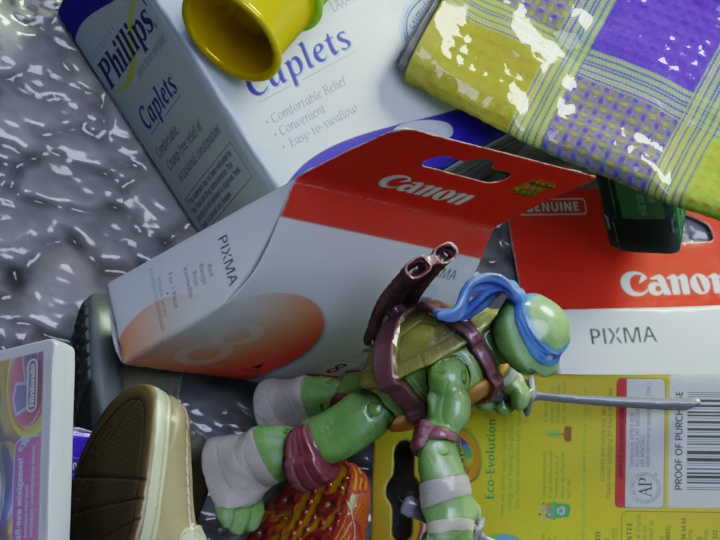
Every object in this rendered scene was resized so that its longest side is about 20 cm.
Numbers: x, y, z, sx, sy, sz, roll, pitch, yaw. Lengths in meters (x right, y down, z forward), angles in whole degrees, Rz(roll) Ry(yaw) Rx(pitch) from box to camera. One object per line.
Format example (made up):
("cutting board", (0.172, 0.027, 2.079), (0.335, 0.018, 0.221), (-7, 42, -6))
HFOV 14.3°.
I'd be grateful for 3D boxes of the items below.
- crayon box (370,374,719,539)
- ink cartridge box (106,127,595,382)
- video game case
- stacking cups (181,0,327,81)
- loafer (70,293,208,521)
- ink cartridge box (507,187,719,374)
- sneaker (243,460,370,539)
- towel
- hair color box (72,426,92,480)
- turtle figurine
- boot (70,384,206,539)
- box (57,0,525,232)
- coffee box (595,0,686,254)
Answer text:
("crayon box", (0.106, 0.117, 1.482), (0.199, 0.051, 0.127), (1, 78, 8))
("ink cartridge box", (0.000, 0.000, 1.412), (0.162, 0.200, 0.050), (11, 61, -49))
("video game case", (-0.218, 0.118, 1.336), (0.018, 0.200, 0.144), (27, 56, -52))
("stacking cups", (-0.014, -0.184, 1.466), (0.060, 0.061, 0.200), (39, 60, -3))
("loafer", (-0.103, 0.106, 1.433), (0.069, 0.075, 0.201), (0, 71, -15))
("ink cartridge box", (0.187, 0.029, 1.586), (0.199, 0.044, 0.174), (-1, 73, -20))
("sneaker", (-0.027, 0.191, 1.444), (0.077, 0.073, 0.201), (39, 53, -40))
("towel", (0.131, -0.114, 1.485), (0.200, 0.023, 0.144), (27, 60, 11))
("hair color box", (-0.173, 0.182, 1.357), (0.065, 0.109, 0.201), (9, 67, -27))
("turtle figurine", (0.037, 0.093, 1.396), (0.200, 0.193, 0.144), (43, 43, -42))
("boot", (-0.059, 0.161, 1.329), (0.154, 0.072, 0.201), (11, 73, -33))
("box", (-0.026, -0.117, 1.527), (0.184, 0.105, 0.200), (-30, 82, -27))
("coffee box", (0.166, -0.126, 1.579), (0.044, 0.123, 0.200), (4, 57, 15))
